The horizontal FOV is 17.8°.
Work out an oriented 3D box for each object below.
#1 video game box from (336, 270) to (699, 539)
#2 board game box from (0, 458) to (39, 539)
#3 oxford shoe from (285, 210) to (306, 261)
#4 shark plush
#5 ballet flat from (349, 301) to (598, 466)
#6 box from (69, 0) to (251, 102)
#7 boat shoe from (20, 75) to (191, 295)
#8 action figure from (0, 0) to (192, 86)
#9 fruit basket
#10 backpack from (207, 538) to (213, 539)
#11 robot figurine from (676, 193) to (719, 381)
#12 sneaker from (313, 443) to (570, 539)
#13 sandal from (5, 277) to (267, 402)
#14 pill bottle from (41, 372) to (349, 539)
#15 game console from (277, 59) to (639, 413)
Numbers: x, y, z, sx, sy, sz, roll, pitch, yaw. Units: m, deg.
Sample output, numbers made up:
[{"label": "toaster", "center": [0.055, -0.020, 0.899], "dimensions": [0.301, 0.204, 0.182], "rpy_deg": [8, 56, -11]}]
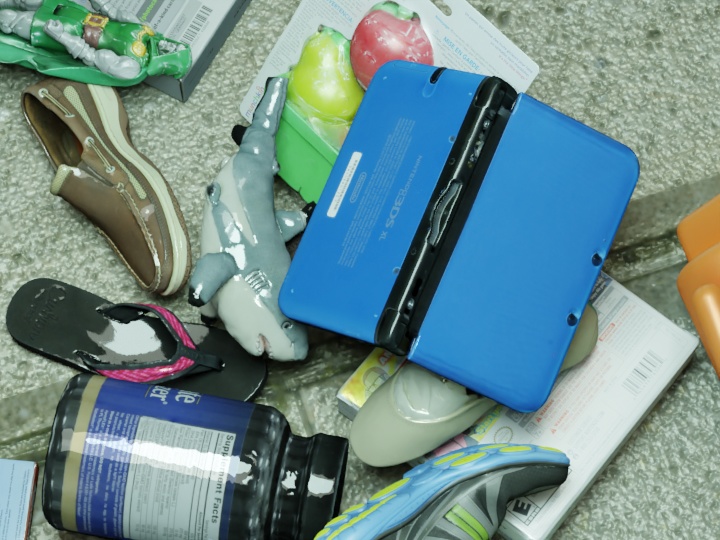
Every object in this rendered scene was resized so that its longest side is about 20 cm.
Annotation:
[{"label": "video game box", "center": [0.113, 0.076, 1.661], "dimensions": [0.182, 0.047, 0.200], "rpy_deg": [38, 72, 12]}, {"label": "board game box", "center": [-0.289, 0.227, 1.607], "dimensions": [0.103, 0.019, 0.201], "rpy_deg": [6, 68, 0]}, {"label": "oxford shoe", "center": [0.000, 0.000, 1.644], "dimensions": [0.199, 0.071, 0.073], "rpy_deg": [-2, 39, 28]}, {"label": "shark plush", "center": [-0.069, -0.035, 1.650], "dimensions": [0.083, 0.091, 0.201], "rpy_deg": [5, 68, 4]}, {"label": "ballet flat", "center": [0.077, 0.066, 1.605], "dimensions": [0.200, 0.070, 0.070], "rpy_deg": [-30, 71, -12]}, {"label": "box", "center": [-0.184, -0.242, 1.791], "dimensions": [0.200, 0.041, 0.156], "rpy_deg": [27, 70, 9]}, {"label": "boat shoe", "center": [-0.195, -0.061, 1.693], "dimensions": [0.075, 0.075, 0.203], "rpy_deg": [-10, 55, -32]}, {"label": "action figure", "center": [-0.221, -0.182, 1.713], "dimensions": [0.199, 0.055, 0.118], "rpy_deg": [17, 44, 0]}, {"label": "fruit basket", "center": [0.018, -0.132, 1.676], "dimensions": [0.185, 0.094, 0.200], "rpy_deg": [43, 117, 16]}, {"label": "backpack", "center": [-0.084, 0.265, 1.498], "dimensions": [0.200, 0.176, 0.154], "rpy_deg": [4, 60, 45]}, {"label": "robot figurine", "center": [0.302, 0.038, 1.639], "dimensions": [0.116, 0.144, 0.201], "rpy_deg": [-24, 75, 6]}, {"label": "sneaker", "center": [0.058, 0.175, 1.561], "dimensions": [0.199, 0.071, 0.083], "rpy_deg": [-27, 100, -25]}, {"label": "sandal", "center": [-0.165, 0.054, 1.666], "dimensions": [0.199, 0.045, 0.075], "rpy_deg": [18, 67, 7]}, {"label": "pill bottle", "center": [-0.113, 0.141, 1.595], "dimensions": [0.199, 0.112, 0.112], "rpy_deg": [10, 68, 3]}, {"label": "game console", "center": [0.067, -0.025, 1.584], "dimensions": [0.170, 0.118, 0.201], "rpy_deg": [15, 78, 44]}]
